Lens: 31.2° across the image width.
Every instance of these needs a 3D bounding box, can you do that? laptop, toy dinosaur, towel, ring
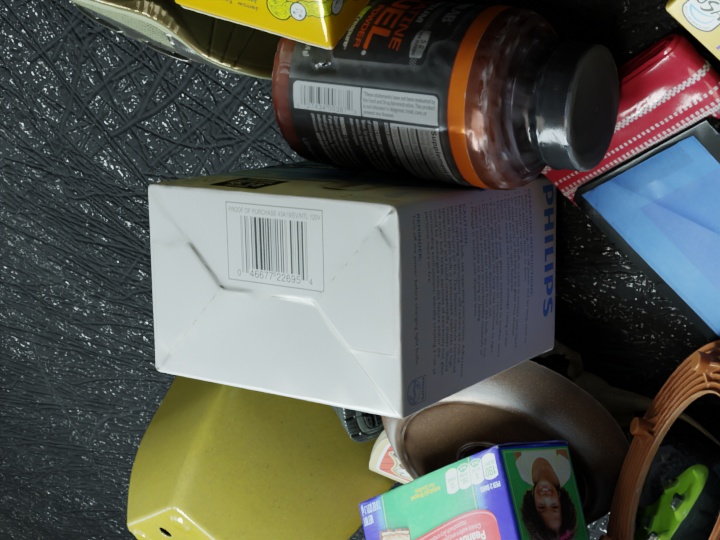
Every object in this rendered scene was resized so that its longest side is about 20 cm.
[{"bbox_3d":[0.228,0.012,0.737,0.177,0.200,0.103,42,106,-15],"label":"laptop"},{"bbox_3d":[0.174,0.097,0.978,0.101,0.059,0.199,33,153,-26],"label":"toy dinosaur"},{"bbox_3d":[0.208,-0.045,0.791,0.200,0.023,0.144,42,143,-13],"label":"towel"},{"bbox_3d":[0.196,0.137,0.810,0.019,0.203,0.201,19,147,-8],"label":"ring"}]

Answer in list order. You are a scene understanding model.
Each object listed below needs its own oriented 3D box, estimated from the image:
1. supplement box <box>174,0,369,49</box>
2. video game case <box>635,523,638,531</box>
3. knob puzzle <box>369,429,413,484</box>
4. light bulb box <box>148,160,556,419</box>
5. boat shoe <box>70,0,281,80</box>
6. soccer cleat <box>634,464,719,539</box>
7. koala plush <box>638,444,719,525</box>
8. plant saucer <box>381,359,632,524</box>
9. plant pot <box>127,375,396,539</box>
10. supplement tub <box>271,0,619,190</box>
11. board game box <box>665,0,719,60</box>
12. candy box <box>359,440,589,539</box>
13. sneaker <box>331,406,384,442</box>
[{"bbox_3d":[-0.044,-0.241,0.693,0.108,0.109,0.201,20,143,21],"label":"supplement box"},{"bbox_3d":[0.212,0.284,1.027,0.017,0.202,0.144,1,136,16],"label":"video game case"},{"bbox_3d":[0.095,0.171,1.062,0.216,0.031,0.220,10,154,5],"label":"knob puzzle"},{"bbox_3d":[0.000,0.000,0.839,0.196,0.199,0.127,7,103,34],"label":"light bulb box"},{"bbox_3d":[-0.118,-0.180,0.873,0.198,0.073,0.066,20,174,0],"label":"boat shoe"},{"bbox_3d":[0.208,0.227,0.878,0.080,0.068,0.202,22,105,-1],"label":"soccer cleat"},{"bbox_3d":[0.279,0.217,0.933,0.175,0.184,0.202,13,128,25],"label":"koala plush"},{"bbox_3d":[0.102,0.136,0.954,0.197,0.032,0.202,16,139,15],"label":"plant saucer"},{"bbox_3d":[-0.097,0.182,1.164,0.194,0.201,0.195,43,144,-13],"label":"plant pot"},{"bbox_3d":[0.051,-0.107,0.772,0.198,0.107,0.108,11,139,32],"label":"supplement tub"},{"bbox_3d":[0.266,-0.139,0.612,0.153,0.040,0.200,40,146,-7],"label":"board game box"},{"bbox_3d":[0.088,0.238,0.889,0.169,0.076,0.203,-33,64,49],"label":"candy box"},{"bbox_3d":[-0.023,0.045,1.051,0.091,0.075,0.202,38,143,48],"label":"sneaker"}]
